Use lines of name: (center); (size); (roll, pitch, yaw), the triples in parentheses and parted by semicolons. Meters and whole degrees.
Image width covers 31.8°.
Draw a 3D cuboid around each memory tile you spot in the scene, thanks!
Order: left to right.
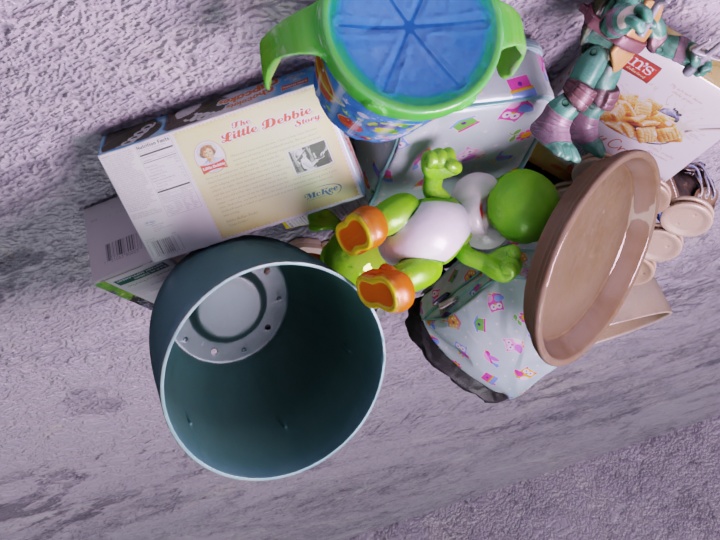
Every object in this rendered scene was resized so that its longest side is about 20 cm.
memory tile: (0.238, -0.037, 1.246); (0.152, 0.017, 0.200); (23, 144, -13)

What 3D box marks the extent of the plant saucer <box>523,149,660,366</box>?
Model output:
plant saucer: (0.198, -0.013, 1.090); (0.200, 0.029, 0.201); (-36, 139, -38)

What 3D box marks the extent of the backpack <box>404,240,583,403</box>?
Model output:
backpack: (0.155, 0.040, 1.250); (0.166, 0.127, 0.200); (35, 133, -14)

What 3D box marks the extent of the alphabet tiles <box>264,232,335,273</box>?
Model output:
alphabet tiles: (-0.021, -0.005, 1.459); (0.199, 0.015, 0.195); (3, 154, -40)

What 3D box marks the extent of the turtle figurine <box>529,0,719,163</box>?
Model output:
turtle figurine: (0.218, -0.182, 1.006); (0.149, 0.101, 0.201); (4, 129, -44)

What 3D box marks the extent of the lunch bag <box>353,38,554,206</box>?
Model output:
lunch bag: (0.083, -0.126, 1.122); (0.159, 0.078, 0.200); (-10, 159, -14)

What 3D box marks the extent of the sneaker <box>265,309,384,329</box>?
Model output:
sneaker: (-0.069, 0.039, 1.403); (0.198, 0.080, 0.129); (-13, 171, 30)

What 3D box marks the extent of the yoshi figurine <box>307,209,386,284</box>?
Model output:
yoshi figurine: (-0.014, -0.002, 1.215); (0.112, 0.112, 0.200); (34, 151, -11)

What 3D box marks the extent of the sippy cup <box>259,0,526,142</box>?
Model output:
sippy cup: (0.023, -0.159, 0.939); (0.177, 0.140, 0.130); (30, 163, -5)

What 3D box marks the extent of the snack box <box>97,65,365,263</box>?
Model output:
snack box: (-0.107, -0.088, 1.070); (0.199, 0.037, 0.117); (-17, 124, 8)

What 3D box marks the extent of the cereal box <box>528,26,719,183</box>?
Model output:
cereal box: (0.243, -0.140, 1.150); (0.143, 0.040, 0.200); (27, 147, -11)

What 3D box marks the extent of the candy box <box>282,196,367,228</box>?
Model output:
candy box: (-0.052, -0.090, 1.189); (0.101, 0.027, 0.200); (-8, 161, 11)

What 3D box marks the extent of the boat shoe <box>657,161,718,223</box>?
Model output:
boat shoe: (0.359, -0.092, 1.417); (0.072, 0.073, 0.200); (-25, 167, 15)

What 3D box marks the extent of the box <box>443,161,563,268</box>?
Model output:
box: (0.116, -0.064, 1.307); (0.199, 0.079, 0.141); (-9, 162, -12)

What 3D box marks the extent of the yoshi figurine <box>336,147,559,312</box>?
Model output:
yoshi figurine: (0.088, -0.041, 1.055); (0.199, 0.112, 0.113); (-24, 140, -32)

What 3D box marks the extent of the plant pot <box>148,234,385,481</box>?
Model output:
plant pot: (-0.099, 0.060, 1.126); (0.199, 0.202, 0.161); (-6, -158, -21)

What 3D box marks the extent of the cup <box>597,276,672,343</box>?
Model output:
cup: (0.245, 0.013, 1.474); (0.199, 0.144, 0.200); (-16, 169, -3)

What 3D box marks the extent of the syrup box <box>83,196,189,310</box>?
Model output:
syrup box: (-0.182, -0.009, 1.246); (0.078, 0.082, 0.200); (-19, 158, 17)
